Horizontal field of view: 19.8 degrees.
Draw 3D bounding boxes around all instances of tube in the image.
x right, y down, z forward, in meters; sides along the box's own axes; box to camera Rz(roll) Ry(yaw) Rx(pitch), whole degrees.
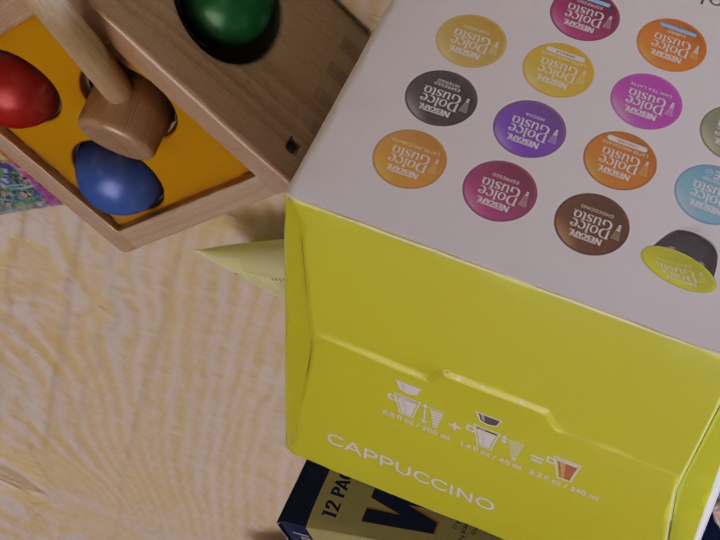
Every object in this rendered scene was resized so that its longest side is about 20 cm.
[{"bbox_3d":[0.000,0.000,1.156,0.199,0.052,0.058,-1,118,41],"label":"tube"}]

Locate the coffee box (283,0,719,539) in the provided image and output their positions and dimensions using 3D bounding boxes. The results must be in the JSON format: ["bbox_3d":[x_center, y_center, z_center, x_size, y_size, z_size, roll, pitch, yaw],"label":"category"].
[{"bbox_3d":[0.092,-0.009,0.914,0.199,0.198,0.201,20,145,12],"label":"coffee box"}]

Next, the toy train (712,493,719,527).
[{"bbox_3d":[0.128,0.117,1.055,0.200,0.085,0.116,40,135,2],"label":"toy train"}]

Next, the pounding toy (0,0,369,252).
[{"bbox_3d":[-0.116,-0.106,0.992,0.184,0.143,0.200,41,147,-24],"label":"pounding toy"}]

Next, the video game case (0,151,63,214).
[{"bbox_3d":[-0.287,-0.103,1.243,0.181,0.024,0.200,-6,135,42],"label":"video game case"}]

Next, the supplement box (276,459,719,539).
[{"bbox_3d":[0.093,0.165,1.244,0.199,0.135,0.200,5,143,31],"label":"supplement box"}]
